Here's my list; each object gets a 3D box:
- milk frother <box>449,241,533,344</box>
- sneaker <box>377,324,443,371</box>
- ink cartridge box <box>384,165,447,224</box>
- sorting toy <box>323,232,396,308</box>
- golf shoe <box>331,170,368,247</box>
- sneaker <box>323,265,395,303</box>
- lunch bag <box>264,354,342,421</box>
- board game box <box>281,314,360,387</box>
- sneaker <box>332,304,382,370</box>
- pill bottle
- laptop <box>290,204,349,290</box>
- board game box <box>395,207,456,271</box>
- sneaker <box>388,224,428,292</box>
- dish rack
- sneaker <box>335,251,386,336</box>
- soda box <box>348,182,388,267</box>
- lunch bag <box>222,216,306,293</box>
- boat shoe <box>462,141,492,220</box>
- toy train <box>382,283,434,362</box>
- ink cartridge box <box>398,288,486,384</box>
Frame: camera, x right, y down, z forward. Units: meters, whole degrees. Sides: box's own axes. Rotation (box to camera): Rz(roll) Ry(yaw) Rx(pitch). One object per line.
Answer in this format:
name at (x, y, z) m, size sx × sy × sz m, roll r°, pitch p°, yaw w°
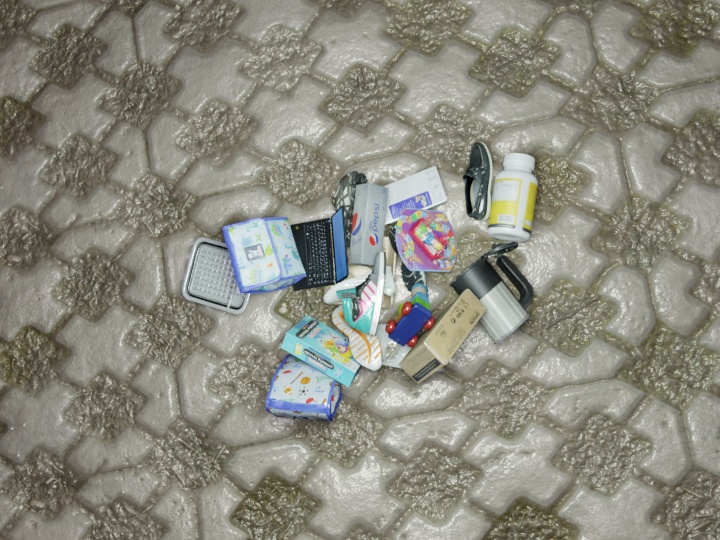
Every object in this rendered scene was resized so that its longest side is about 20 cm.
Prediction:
milk frother at (0.343, 0.046, 1.404) m, size 0.179 × 0.200 × 0.190 m, roll -39°, pitch 82°, yaw -2°
sneaker at (0.123, 0.191, 1.479) m, size 0.192 × 0.074 × 0.120 m, roll 9°, pitch 88°, yaw 9°
ink cartridge box at (0.127, -0.194, 1.534) m, size 0.193 × 0.039 × 0.103 m, roll -19°, pitch 83°, yaw 3°
sorting toy at (0.000, 0.000, 1.536) m, size 0.192 × 0.036 × 0.193 m, roll 4°, pitch 85°, yaw 12°
golf shoe at (-0.035, -0.160, 1.534) m, size 0.092 × 0.077 × 0.208 m, roll -2°, pitch 73°, yaw 43°
sneaker at (-0.002, 0.055, 1.477) m, size 0.194 × 0.070 × 0.083 m, roll -20°, pitch 83°, yaw 8°
lunch bag at (-0.135, 0.304, 1.430) m, size 0.163 × 0.200 × 0.129 m, roll 3°, pitch 101°, yaw 6°
board game box at (-0.085, 0.200, 1.461) m, size 0.195 × 0.151 × 0.048 m, roll 29°, pitch 108°, yaw 8°
sneaker at (0.002, 0.174, 1.460) m, size 0.077 × 0.078 × 0.202 m, roll -35°, pitch 53°, yaw -1°
pill bottle at (0.391, -0.185, 1.464) m, size 0.108 × 0.112 × 0.208 m, roll 10°, pitch 85°, yaw 8°
laptop at (-0.111, -0.055, 1.497) m, size 0.193 × 0.103 × 0.185 m, roll -8°, pitch 80°, yaw 17°
board game box at (0.180, -0.082, 1.460) m, size 0.194 × 0.039 × 0.165 m, roll 2°, pitch 78°, yaw -31°
sneaker at (0.148, -0.031, 1.496) m, size 0.085 × 0.076 × 0.207 m, roll -25°, pitch 101°, yaw -36°
dish rack at (-0.379, 0.015, 1.573) m, size 0.193 × 0.044 × 0.178 m, roll 14°, pitch 87°, yaw 8°
sneaker at (-0.001, 0.048, 1.411) m, size 0.116 × 0.084 × 0.208 m, roll 9°, pitch 79°, yaw 2°
soda box at (0.020, -0.116, 1.477) m, size 0.066 × 0.063 × 0.209 m, roll 8°, pitch 86°, yaw -35°
lunch bag at (-0.253, -0.038, 1.475) m, size 0.126 × 0.197 × 0.176 m, roll -27°, pitch 78°, yaw 39°
boat shoe at (0.296, -0.234, 1.494) m, size 0.064 × 0.074 × 0.208 m, roll 0°, pitch 92°, yaw -29°
toy train at (0.103, 0.131, 1.427) m, size 0.083 × 0.117 × 0.201 m, roll 30°, pitch 125°, yaw -12°
ink cartridge box at (0.198, 0.161, 1.389) m, size 0.075 × 0.166 × 0.200 m, roll 41°, pitch 59°, yaw 6°
